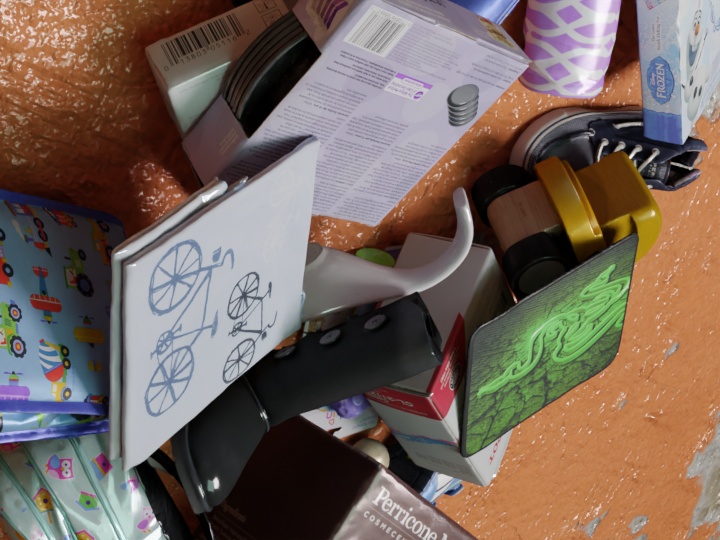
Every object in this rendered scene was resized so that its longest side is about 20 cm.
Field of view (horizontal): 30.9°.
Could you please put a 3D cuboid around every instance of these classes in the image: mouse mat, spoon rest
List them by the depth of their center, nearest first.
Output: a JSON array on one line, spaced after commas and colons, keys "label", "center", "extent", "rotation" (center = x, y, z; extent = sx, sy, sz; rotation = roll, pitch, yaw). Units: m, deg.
[{"label": "spoon rest", "center": [0.000, 0.000, 1.035], "extent": [0.199, 0.099, 0.061], "rotation": [-21, 113, 10]}, {"label": "mouse mat", "center": [0.163, 0.065, 1.120], "extent": [0.200, 0.008, 0.161], "rotation": [-30, 139, -28]}]

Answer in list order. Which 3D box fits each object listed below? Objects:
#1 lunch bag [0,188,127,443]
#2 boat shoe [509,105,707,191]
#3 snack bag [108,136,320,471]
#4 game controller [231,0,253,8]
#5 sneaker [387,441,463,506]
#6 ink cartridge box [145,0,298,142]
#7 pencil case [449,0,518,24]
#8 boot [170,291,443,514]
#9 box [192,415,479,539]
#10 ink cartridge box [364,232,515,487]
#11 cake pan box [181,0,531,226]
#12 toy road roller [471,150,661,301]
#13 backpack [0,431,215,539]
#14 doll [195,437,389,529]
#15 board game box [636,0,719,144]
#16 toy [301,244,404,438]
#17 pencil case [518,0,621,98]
[{"label": "lunch bag", "center": [-0.208, 0.031, 0.868], "extent": [0.094, 0.151, 0.200], "rotation": [-25, 162, 35]}, {"label": "boat shoe", "center": [0.239, -0.109, 1.225], "extent": [0.199, 0.093, 0.075], "rotation": [-17, 126, -35]}, {"label": "snack bag", "center": [-0.096, 0.015, 0.874], "extent": [0.200, 0.021, 0.189], "rotation": [-40, 149, -41]}, {"label": "game controller", "center": [-0.014, -0.248, 0.957], "extent": [0.200, 0.042, 0.105], "rotation": [-39, 121, -18]}, {"label": "sneaker", "center": [0.069, 0.195, 1.281], "extent": [0.200, 0.074, 0.082], "rotation": [-44, 139, -10]}, {"label": "ink cartridge box", "center": [-0.057, -0.121, 0.964], "extent": [0.160, 0.047, 0.200], "rotation": [-26, 152, -8]}, {"label": "pencil case", "center": [0.086, -0.216, 1.025], "extent": [0.200, 0.087, 0.078], "rotation": [-52, 148, -2]}, {"label": "boot", "center": [-0.034, 0.092, 0.960], "extent": [0.199, 0.165, 0.066], "rotation": [-16, 117, 5]}, {"label": "box", "center": [-0.033, 0.256, 1.091], "extent": [0.166, 0.164, 0.200], "rotation": [41, 78, -33]}, {"label": "ink cartridge box", "center": [0.080, 0.084, 1.161], "extent": [0.146, 0.083, 0.200], "rotation": [-66, 151, -23]}, {"label": "cake pan box", "center": [-0.003, -0.117, 0.919], "extent": [0.200, 0.052, 0.184], "rotation": [8, 132, -49]}, {"label": "toy road roller", "center": [0.201, -0.020, 1.187], "extent": [0.146, 0.123, 0.200], "rotation": [-24, 140, 6]}, {"label": "backpack", "center": [-0.196, 0.187, 0.977], "extent": [0.126, 0.167, 0.201], "rotation": [-34, 126, -22]}, {"label": "doll", "center": [-0.053, 0.213, 1.198], "extent": [0.200, 0.048, 0.137], "rotation": [-28, 126, -27]}, {"label": "board game box", "center": [0.305, -0.254, 1.177], "extent": [0.200, 0.043, 0.199], "rotation": [-54, 146, -35]}, {"label": "toy", "center": [-0.001, 0.078, 1.160], "extent": [0.115, 0.047, 0.201], "rotation": [-10, 121, -37]}, {"label": "pencil case", "center": [0.184, -0.246, 1.103], "extent": [0.084, 0.086, 0.201], "rotation": [7, 116, -4]}]
